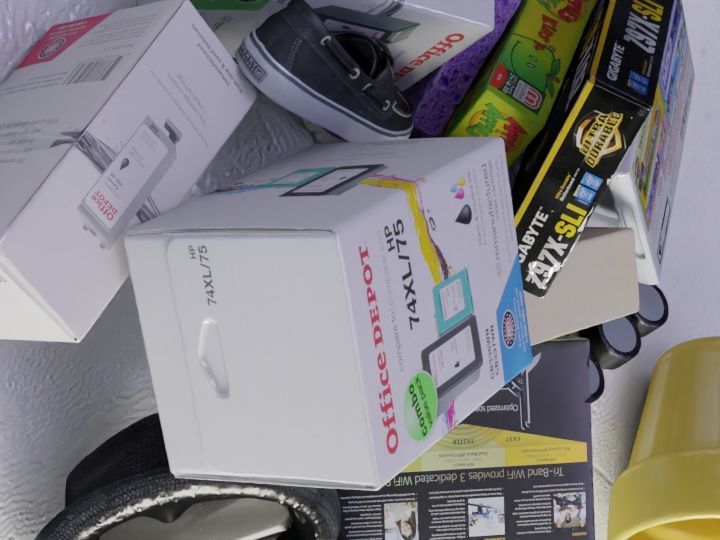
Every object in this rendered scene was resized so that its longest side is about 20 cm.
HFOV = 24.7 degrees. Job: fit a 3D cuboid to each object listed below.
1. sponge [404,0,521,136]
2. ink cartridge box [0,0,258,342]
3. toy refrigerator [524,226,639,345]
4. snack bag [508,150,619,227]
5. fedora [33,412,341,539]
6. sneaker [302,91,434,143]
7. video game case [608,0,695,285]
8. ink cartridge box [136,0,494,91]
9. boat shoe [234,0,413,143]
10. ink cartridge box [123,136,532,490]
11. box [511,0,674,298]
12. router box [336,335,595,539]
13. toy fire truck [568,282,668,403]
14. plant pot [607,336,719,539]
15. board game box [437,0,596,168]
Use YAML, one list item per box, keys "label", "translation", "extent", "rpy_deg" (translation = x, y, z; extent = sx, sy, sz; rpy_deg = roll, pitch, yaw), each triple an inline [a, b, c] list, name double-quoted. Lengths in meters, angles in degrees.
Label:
- label: "sponge"
  translation: [0.084, -0.201, 1.137]
  extent: [0.030, 0.201, 0.112]
  rpy_deg: [21, 33, -18]
- label: "ink cartridge box"
  translation: [-0.175, -0.058, 0.966]
  extent: [0.083, 0.146, 0.201]
  rpy_deg: [52, 57, -31]
- label: "toy refrigerator"
  translation: [0.109, 0.017, 1.158]
  extent: [0.199, 0.075, 0.071]
  rpy_deg: [-14, 101, -45]
- label: "snack bag"
  translation: [0.131, -0.133, 1.292]
  extent: [0.188, 0.021, 0.202]
  rpy_deg: [11, 53, -55]
- label: "fedora"
  translation: [-0.115, 0.150, 1.036]
  extent: [0.200, 0.200, 0.092]
  rpy_deg: [30, 29, -40]
- label: "sneaker"
  translation: [0.034, -0.119, 1.224]
  extent: [0.199, 0.083, 0.082]
  rpy_deg: [25, 72, -41]
- label: "video game case"
  translation: [0.228, -0.118, 1.283]
  extent: [0.182, 0.022, 0.202]
  rpy_deg: [58, 42, -59]
- label: "ink cartridge box"
  translation: [-0.029, -0.189, 1.079]
  extent: [0.198, 0.146, 0.085]
  rpy_deg: [9, 71, -29]
- label: "boat shoe"
  translation: [-0.007, -0.122, 1.041]
  extent: [0.069, 0.057, 0.200]
  rpy_deg: [51, 16, 20]
- label: "ink cartridge box"
  translation: [-0.012, 0.018, 0.953]
  extent: [0.200, 0.145, 0.148]
  rpy_deg: [-31, 116, -54]
- label: "box"
  translation: [0.151, -0.101, 1.105]
  extent: [0.049, 0.161, 0.201]
  rpy_deg: [26, 36, -2]
- label: "router box"
  translation: [0.070, 0.131, 1.204]
  extent: [0.197, 0.052, 0.159]
  rpy_deg: [-2, 91, -8]
- label: "toy fire truck"
  translation: [0.137, 0.006, 1.319]
  extent: [0.200, 0.129, 0.176]
  rpy_deg: [50, 48, 1]
- label: "plant pot"
  translation: [0.318, 0.171, 1.443]
  extent: [0.200, 0.199, 0.191]
  rpy_deg: [36, 49, -39]
- label: "board game box"
  translation: [0.115, -0.152, 1.163]
  extent: [0.047, 0.102, 0.201]
  rpy_deg: [30, 52, -6]
